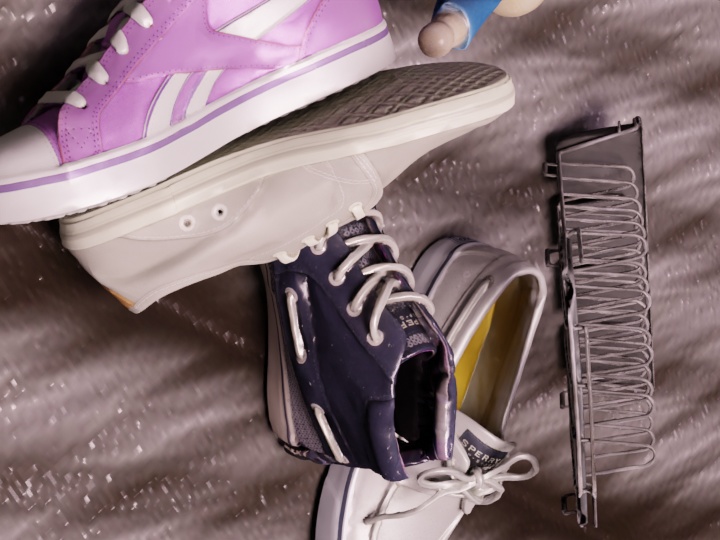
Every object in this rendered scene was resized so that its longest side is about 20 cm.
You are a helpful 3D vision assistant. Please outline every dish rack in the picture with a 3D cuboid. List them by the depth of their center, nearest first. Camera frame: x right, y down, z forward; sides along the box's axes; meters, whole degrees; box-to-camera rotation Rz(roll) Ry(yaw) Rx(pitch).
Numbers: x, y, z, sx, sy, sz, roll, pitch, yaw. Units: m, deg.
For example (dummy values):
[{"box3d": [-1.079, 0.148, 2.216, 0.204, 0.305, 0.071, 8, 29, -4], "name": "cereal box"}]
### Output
[{"box3d": [0.120, 0.025, 0.888, 0.200, 0.054, 0.154, -76, 160, -66], "name": "dish rack"}]

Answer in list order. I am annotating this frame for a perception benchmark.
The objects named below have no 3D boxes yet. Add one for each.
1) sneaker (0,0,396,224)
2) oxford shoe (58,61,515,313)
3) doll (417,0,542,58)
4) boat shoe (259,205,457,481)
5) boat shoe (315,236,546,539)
[{"box3d": [-0.088, -0.100, 0.729, 0.200, 0.073, 0.115, -31, 111, -27], "name": "sneaker"}, {"box3d": [-0.027, -0.037, 0.756, 0.199, 0.075, 0.058, -22, 108, -2], "name": "oxford shoe"}, {"box3d": [0.036, -0.162, 0.810, 0.200, 0.048, 0.137, 30, 56, -61], "name": "doll"}, {"box3d": [0.000, 0.000, 0.814, 0.074, 0.093, 0.201, -22, 114, -35], "name": "boat shoe"}, {"box3d": [0.047, 0.087, 0.885, 0.074, 0.086, 0.203, 26, 83, -42], "name": "boat shoe"}]
